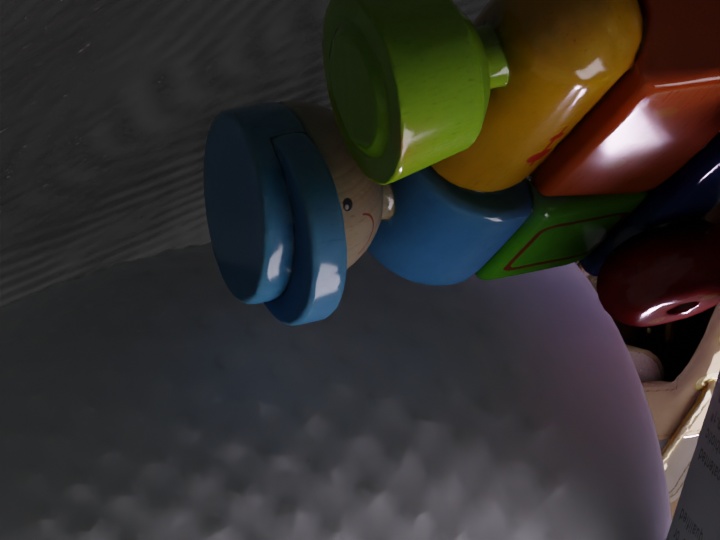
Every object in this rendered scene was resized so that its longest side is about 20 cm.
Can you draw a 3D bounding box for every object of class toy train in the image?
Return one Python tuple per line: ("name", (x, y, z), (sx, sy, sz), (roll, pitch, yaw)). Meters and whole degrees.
("toy train", (0.045, -0.048, 0.567), (0.115, 0.085, 0.200), (-12, 164, -23))

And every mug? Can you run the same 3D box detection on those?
("mug", (-0.041, 0.089, 0.705), (0.175, 0.148, 0.200), (-9, 130, -27))

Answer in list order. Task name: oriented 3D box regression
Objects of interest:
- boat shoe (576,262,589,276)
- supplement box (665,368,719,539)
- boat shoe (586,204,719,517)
("boat shoe", (0.021, 0.010, 0.936), (0.200, 0.070, 0.070), (-48, 178, 37))
("supplement box", (0.145, 0.012, 0.610), (0.103, 0.101, 0.201), (-129, -126, -73))
("boat shoe", (0.090, 0.022, 0.812), (0.200, 0.069, 0.074), (-58, -158, 34))
